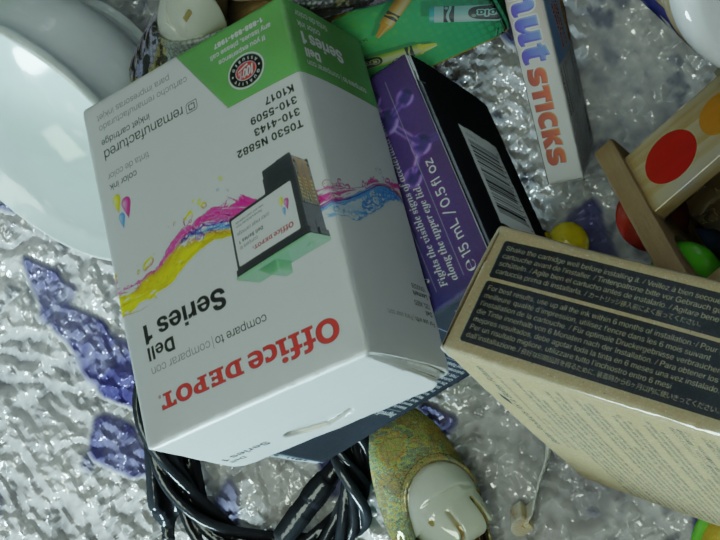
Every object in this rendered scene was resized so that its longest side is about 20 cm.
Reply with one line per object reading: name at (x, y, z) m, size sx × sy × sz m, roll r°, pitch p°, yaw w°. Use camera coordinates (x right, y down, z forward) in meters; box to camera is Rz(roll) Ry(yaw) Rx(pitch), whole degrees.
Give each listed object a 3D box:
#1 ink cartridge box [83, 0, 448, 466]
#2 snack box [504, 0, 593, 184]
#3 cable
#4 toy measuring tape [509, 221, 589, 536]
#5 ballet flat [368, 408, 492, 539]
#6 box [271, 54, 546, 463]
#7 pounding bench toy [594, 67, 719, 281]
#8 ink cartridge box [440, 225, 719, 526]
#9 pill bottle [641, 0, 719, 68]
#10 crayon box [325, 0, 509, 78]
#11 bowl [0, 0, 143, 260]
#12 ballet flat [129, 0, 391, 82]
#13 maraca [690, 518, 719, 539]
ink cartridge box at (-0.054, -0.016, 0.811) m, size 0.144 × 0.084 × 0.202 m, roll -25°, pitch 68°, yaw 26°
snack box at (0.099, -0.155, 0.871) m, size 0.024 × 0.072 × 0.202 m, roll -10°, pitch 108°, yaw 18°
cable at (-0.069, 0.104, 0.999) m, size 0.161 × 0.051 × 0.203 m, roll 1°, pitch 97°, yaw 19°
toy measuring tape at (0.096, 0.064, 0.930) m, size 0.073 × 0.074 × 0.203 m, roll 18°, pitch 111°, yaw 16°
ballet flat at (0.061, 0.179, 0.952) m, size 0.070 × 0.071 × 0.203 m, roll -15°, pitch 95°, yaw 20°
box at (0.000, 0.000, 0.887) m, size 0.199 × 0.104 × 0.149 m, roll -34°, pitch 63°, yaw 21°
pounding bench toy at (0.230, -0.012, 0.788) m, size 0.156 × 0.201 × 0.124 m, roll -41°, pitch 127°, yaw 19°
ink cartridge box at (0.159, 0.066, 0.780) m, size 0.163 × 0.200 × 0.076 m, roll 17°, pitch 75°, yaw 36°
pill bottle at (0.177, -0.190, 0.791) m, size 0.114 × 0.201 × 0.117 m, roll -7°, pitch 122°, yaw -12°
crayon box at (-0.015, -0.158, 0.907) m, size 0.198 × 0.120 × 0.058 m, roll -22°, pitch 133°, yaw 20°
bowl at (-0.183, -0.109, 0.968) m, size 0.199 × 0.091 × 0.202 m, roll 27°, pitch 150°, yaw 17°
ballet flat at (-0.059, -0.160, 0.842) m, size 0.198 × 0.072 × 0.073 m, roll -18°, pitch 91°, yaw 24°
maraca at (0.269, 0.202, 0.868) m, size 0.136 × 0.107 × 0.201 m, roll -29°, pitch 97°, yaw 30°
